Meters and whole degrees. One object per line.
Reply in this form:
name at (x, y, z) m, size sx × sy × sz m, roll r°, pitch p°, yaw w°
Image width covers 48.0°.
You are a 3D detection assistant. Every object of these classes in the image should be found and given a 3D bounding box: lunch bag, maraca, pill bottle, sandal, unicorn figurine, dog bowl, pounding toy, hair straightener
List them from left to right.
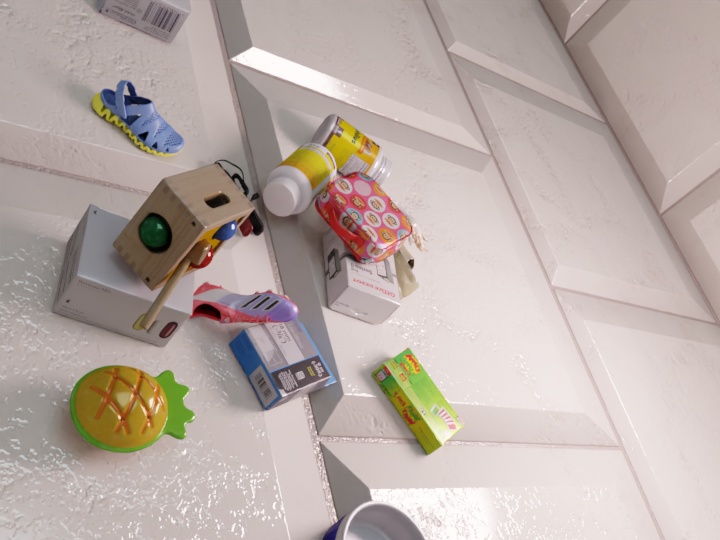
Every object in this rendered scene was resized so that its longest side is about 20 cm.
maraca at (-0.342, 0.207, 1.224) m, size 0.198 × 0.107 × 0.139 m, roll 4°, pitch 60°, yaw -42°
sandal at (-0.439, -0.308, 1.626) m, size 0.199 × 0.087 × 0.080 m, roll 34°, pitch 36°, yaw -19°
pounding toy at (-0.285, -0.042, 1.285) m, size 0.142 × 0.184 × 0.200 m, roll 48°, pitch 27°, yaw 4°
hair straightener at (-0.255, -0.157, 1.715) m, size 0.076 × 0.041 × 0.201 m, roll -4°, pitch 55°, yaw -51°
pill bottle at (-0.137, -0.198, 1.788) m, size 0.109 × 0.109 × 0.200 m, roll 43°, pitch 36°, yaw -4°
pill bottle at (-0.020, -0.290, 2.002) m, size 0.199 × 0.109 × 0.110 m, roll 33°, pitch 38°, yaw -18°
lunch bag at (0.001, -0.111, 1.739) m, size 0.201 × 0.082 × 0.175 m, roll 50°, pitch 40°, yaw 10°
dog bowl at (0.029, 0.496, 1.349) m, size 0.198 × 0.079 × 0.202 m, roll 26°, pitch 41°, yaw -25°
unicorn figurine at (0.091, -0.130, 1.974) m, size 0.199 × 0.074 × 0.137 m, roll 32°, pitch -6°, yaw 37°

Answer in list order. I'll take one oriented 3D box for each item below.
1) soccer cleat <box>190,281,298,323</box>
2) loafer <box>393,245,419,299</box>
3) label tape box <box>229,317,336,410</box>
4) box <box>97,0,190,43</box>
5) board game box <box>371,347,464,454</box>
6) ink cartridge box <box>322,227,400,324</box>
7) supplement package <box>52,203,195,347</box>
soccer cleat at (-0.213, 0.073, 1.461) m, size 0.197 × 0.067 × 0.077 m, roll 11°, pitch 45°, yaw 6°
loafer at (0.092, -0.025, 1.883) m, size 0.067 × 0.076 × 0.203 m, roll -10°, pitch 63°, yaw -1°
label tape box at (-0.128, 0.161, 1.516) m, size 0.199 × 0.063 × 0.145 m, roll -15°, pitch 68°, yaw -50°
box at (-0.500, -0.657, 1.870) m, size 0.182 × 0.105 × 0.202 m, roll 17°, pitch 46°, yaw -33°
board game box at (0.120, 0.268, 1.676) m, size 0.201 × 0.048 × 0.101 m, roll 54°, pitch 37°, yaw 9°
ink cartridge box at (0.000, 0.000, 1.773) m, size 0.144 × 0.084 × 0.202 m, roll 20°, pitch 43°, yaw -30°
supplement package at (-0.389, 0.011, 1.356) m, size 0.198 × 0.111 × 0.157 m, roll 22°, pitch 43°, yaw -29°
